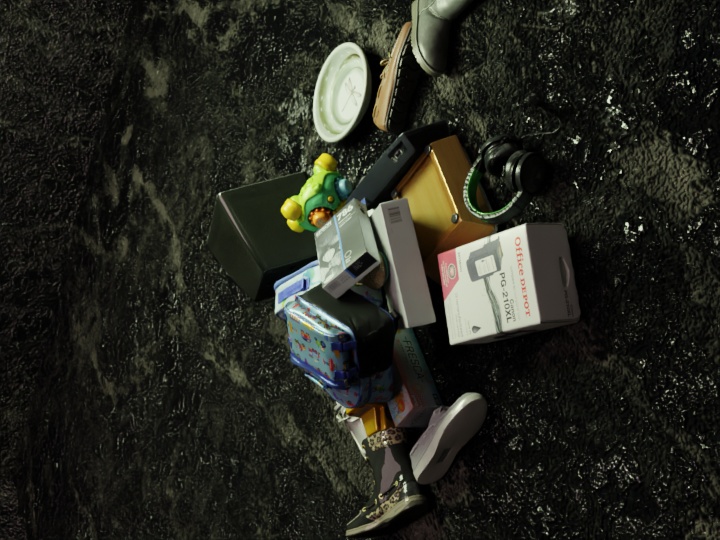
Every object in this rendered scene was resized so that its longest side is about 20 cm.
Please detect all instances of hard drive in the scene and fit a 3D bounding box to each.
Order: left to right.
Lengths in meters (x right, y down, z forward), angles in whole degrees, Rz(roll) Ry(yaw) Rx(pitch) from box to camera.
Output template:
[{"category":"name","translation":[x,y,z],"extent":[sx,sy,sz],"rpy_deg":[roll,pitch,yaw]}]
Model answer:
[{"category":"hard drive","translation":[0.069,-0.177,1.580],"extent":[0.042,0.135,0.200],"rpy_deg":[54,136,12]}]

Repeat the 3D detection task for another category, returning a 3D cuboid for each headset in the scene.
[{"category":"headset","translation":[0.225,-0.167,1.364],"extent":[0.200,0.094,0.124],"rpy_deg":[-53,42,12]}]

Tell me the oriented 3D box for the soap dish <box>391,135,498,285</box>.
[{"category":"soap dish","translation":[0.133,-0.102,1.502],"extent":[0.157,0.081,0.201],"rpy_deg":[-50,45,40]}]

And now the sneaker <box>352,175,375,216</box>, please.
[{"category":"sneaker","translation":[0.040,-0.093,1.679],"extent":[0.082,0.072,0.201],"rpy_deg":[-18,58,17]}]

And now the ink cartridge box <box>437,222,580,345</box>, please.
[{"category":"ink cartridge box","translation":[0.215,0.023,1.339],"extent":[0.200,0.084,0.146],"rpy_deg":[-21,73,53]}]

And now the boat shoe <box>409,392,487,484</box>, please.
[{"category":"boat shoe","translation":[0.135,0.255,1.448],"extent":[0.069,0.072,0.201],"rpy_deg":[62,142,42]}]

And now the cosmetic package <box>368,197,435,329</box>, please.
[{"category":"cosmetic package","translation":[0.065,-0.006,1.479],"extent":[0.151,0.051,0.201],"rpy_deg":[151,107,-80]}]

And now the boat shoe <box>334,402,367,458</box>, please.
[{"category":"boat shoe","translation":[-0.016,0.259,1.664],"extent":[0.071,0.069,0.201],"rpy_deg":[-50,47,41]}]

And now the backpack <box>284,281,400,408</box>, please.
[{"category":"backpack","translation":[-0.029,0.137,1.488],"extent":[0.182,0.134,0.201],"rpy_deg":[31,136,41]}]

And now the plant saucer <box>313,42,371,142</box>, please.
[{"category":"plant saucer","translation":[-0.026,-0.354,1.828],"extent":[0.200,0.050,0.202],"rpy_deg":[-19,67,54]}]

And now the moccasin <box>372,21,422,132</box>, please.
[{"category":"moccasin","translation":[0.069,-0.358,1.672],"extent":[0.078,0.073,0.203],"rpy_deg":[38,125,44]}]

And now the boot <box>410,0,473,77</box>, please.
[{"category":"boot","translation":[0.170,-0.453,1.546],"extent":[0.200,0.072,0.183],"rpy_deg":[-28,62,44]}]

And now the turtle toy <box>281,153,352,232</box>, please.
[{"category":"turtle toy","translation":[-0.065,-0.123,1.736],"extent":[0.101,0.200,0.146],"rpy_deg":[34,81,12]}]

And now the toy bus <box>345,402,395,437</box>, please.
[{"category":"toy bus","translation":[0.014,0.197,1.620],"extent":[0.065,0.078,0.201],"rpy_deg":[-41,46,45]}]

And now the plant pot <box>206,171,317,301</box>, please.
[{"category":"plant pot","translation":[-0.182,-0.056,1.856],"extent":[0.178,0.199,0.200],"rpy_deg":[63,153,22]}]

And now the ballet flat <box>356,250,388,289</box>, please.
[{"category":"ballet flat","translation":[0.000,0.000,1.527],"extent":[0.200,0.065,0.071],"rpy_deg":[160,105,-81]}]

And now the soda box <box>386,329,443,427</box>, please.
[{"category":"soda box","translation":[0.070,0.168,1.555],"extent":[0.064,0.068,0.201],"rpy_deg":[-55,42,39]}]

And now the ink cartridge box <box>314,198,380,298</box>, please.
[{"category":"ink cartridge box","translation":[-0.026,-0.049,1.501],"extent":[0.099,0.039,0.200],"rpy_deg":[-41,31,18]}]

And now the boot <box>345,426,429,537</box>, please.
[{"category":"boot","translation":[0.034,0.369,1.564],"extent":[0.200,0.073,0.151],"rpy_deg":[-43,49,44]}]

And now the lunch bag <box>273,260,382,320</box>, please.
[{"category":"lunch bag","translation":[-0.064,0.044,1.701],"extent":[0.200,0.160,0.083],"rpy_deg":[-29,57,52]}]
